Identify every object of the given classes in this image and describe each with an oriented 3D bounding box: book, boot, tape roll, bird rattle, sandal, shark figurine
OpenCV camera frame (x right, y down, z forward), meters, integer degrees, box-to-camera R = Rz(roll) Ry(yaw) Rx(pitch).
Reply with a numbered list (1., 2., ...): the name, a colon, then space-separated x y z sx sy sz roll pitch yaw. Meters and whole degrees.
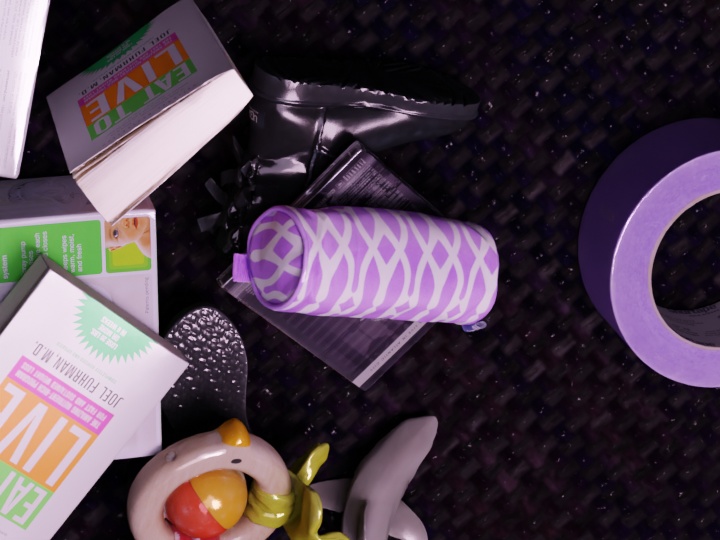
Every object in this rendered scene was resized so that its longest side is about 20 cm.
1. book: -0.150 -0.120 1.599 0.133 0.200 0.048 -37 114 1
2. book: -0.238 0.106 1.640 0.133 0.048 0.201 36 95 -27
3. boot: -0.017 -0.075 1.720 0.196 0.073 0.164 2 117 -25
4. tape roll: 0.280 -0.015 1.809 0.198 0.085 0.202 -5 111 -13
5. bird rattle: -0.115 0.185 1.751 0.199 0.113 0.163 -24 133 12
6. sandal: -0.121 0.105 1.780 0.075 0.048 0.202 -16 125 -9
7. shark figurine: 0.017 0.230 1.801 0.127 0.090 0.217 -9 83 -2

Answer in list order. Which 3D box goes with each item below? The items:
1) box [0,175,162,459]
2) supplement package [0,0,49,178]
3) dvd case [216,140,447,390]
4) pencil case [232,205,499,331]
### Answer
1. box: -0.243 0.037 1.694 0.175 0.097 0.202 -4 112 -15
2. supplement package: -0.281 -0.173 1.547 0.110 0.200 0.157 8 108 -16
3. dvd case: 0.000 0.000 1.738 0.149 0.016 0.200 -44 137 7
4. pencil case: 0.011 -0.004 1.675 0.199 0.085 0.085 7 86 -37
